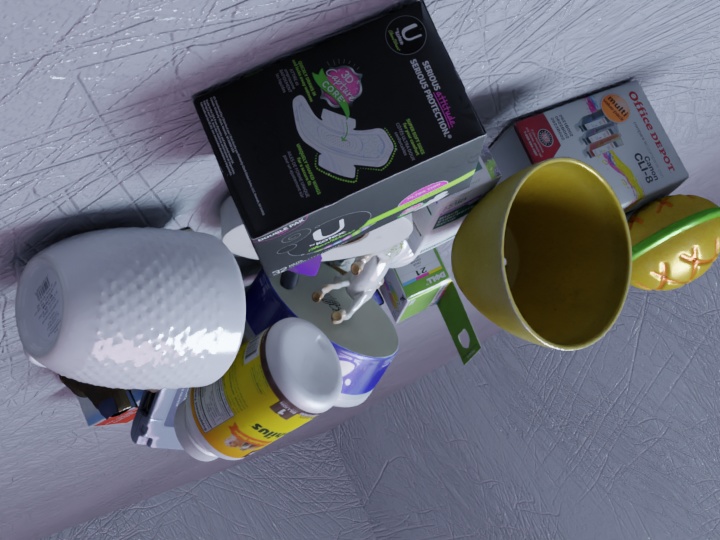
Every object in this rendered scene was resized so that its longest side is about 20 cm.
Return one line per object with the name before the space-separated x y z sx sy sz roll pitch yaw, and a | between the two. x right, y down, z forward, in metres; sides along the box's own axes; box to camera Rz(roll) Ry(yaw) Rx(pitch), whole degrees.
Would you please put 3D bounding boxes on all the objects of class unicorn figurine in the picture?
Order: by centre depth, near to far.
unicorn figurine | 0.000 0.000 1.307 0.137 0.074 0.200 -33 174 -47

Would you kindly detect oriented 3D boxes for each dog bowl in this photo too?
dog bowl | -0.052 0.071 1.356 0.079 0.200 0.199 -55 157 21

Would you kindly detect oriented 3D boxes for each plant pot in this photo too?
plant pot | 0.181 -0.015 1.213 0.198 0.204 0.141 -17 -173 -35

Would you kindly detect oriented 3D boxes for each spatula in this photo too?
spatula | -0.073 -0.002 1.172 0.056 0.021 0.200 18 169 -2

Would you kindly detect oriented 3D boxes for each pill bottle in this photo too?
pill bottle | -0.120 0.141 1.230 0.199 0.111 0.108 -33 166 34

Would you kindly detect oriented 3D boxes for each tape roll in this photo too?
tape roll | -0.044 -0.050 1.117 0.198 0.038 0.203 -5 167 -1

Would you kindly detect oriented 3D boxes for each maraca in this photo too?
maraca | 0.360 -0.023 1.353 0.198 0.108 0.137 -31 160 20

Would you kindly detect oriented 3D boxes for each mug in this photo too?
mug | -0.232 0.045 1.018 0.173 0.150 0.199 3 153 -46

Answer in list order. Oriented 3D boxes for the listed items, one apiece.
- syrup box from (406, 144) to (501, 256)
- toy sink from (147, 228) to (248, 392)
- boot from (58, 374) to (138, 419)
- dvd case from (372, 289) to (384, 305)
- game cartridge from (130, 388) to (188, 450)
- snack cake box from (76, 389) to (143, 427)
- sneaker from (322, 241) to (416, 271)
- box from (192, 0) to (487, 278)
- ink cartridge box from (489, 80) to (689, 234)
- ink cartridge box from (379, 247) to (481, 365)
syrup box | 0.092 -0.093 1.270 0.078 0.082 0.200 -26 170 -12
toy sink | -0.204 0.052 1.193 0.129 0.114 0.200 -25 168 -6
boot | -0.335 0.156 1.405 0.074 0.098 0.200 -19 167 -24
dvd case | -0.072 0.053 1.591 0.197 0.018 0.143 -27 146 2
game cartridge | -0.201 0.131 1.389 0.132 0.041 0.203 15 101 -41
snack cake box | -0.288 0.147 1.547 0.198 0.068 0.115 -28 170 11
sneaker | -0.015 -0.013 1.463 0.199 0.071 0.080 -34 151 24
box | -0.015 -0.102 0.896 0.197 0.126 0.149 -23 169 -4
ink cartridge box | 0.274 -0.121 1.376 0.197 0.147 0.145 -21 168 -23
ink cartridge box | 0.089 0.045 1.570 0.075 0.203 0.148 -22 168 -11
